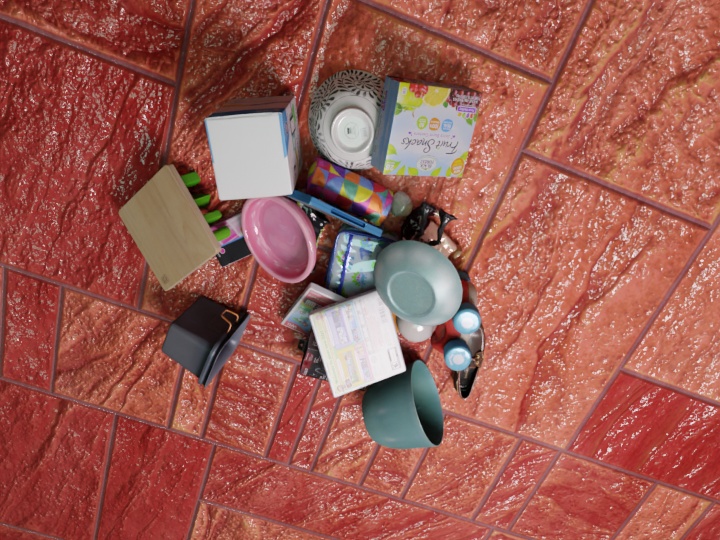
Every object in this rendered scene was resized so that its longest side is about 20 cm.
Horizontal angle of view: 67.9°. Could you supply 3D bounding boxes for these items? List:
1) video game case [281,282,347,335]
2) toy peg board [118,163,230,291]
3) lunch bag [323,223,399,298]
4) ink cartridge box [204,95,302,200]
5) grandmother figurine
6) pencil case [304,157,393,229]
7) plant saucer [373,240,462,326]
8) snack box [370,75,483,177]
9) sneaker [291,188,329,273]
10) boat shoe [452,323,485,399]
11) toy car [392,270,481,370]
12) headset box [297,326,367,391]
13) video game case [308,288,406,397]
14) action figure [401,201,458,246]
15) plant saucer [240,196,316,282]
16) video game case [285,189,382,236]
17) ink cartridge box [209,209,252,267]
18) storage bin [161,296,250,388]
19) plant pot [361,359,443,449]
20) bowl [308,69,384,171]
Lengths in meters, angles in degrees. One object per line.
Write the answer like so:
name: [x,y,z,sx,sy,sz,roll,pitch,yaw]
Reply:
video game case: [-0.091,0.107,1.245,0.140,0.018,0.200,25,143,-15]
toy peg board: [-0.392,-0.098,1.166,0.196,0.098,0.204,-29,93,31]
lunch bag: [0.000,0.000,1.218,0.155,0.083,0.206,14,114,-2]
ink cartridge box: [-0.198,-0.245,1.040,0.140,0.202,0.152,-4,116,2]
grandmother figurine: [0.135,-0.091,1.186,0.122,0.060,0.200,-46,105,-9]
pencil case: [-0.023,-0.161,1.129,0.195,0.089,0.090,24,114,-17]
plant saucer: [0.108,0.038,1.084,0.195,0.039,0.207,15,126,21]
snack box: [0.128,-0.277,1.047,0.194,0.068,0.174,-2,118,-27]
sneaker: [-0.106,-0.087,1.183,0.080,0.072,0.206,-6,116,2]
boat shoe: [0.271,0.221,1.319,0.068,0.071,0.207,3,114,1]
toy car: [0.153,0.098,1.201,0.192,0.186,0.183,9,116,-1]
headset box: [-0.058,0.207,1.286,0.193,0.079,0.150,16,143,-5]
video game case: [-0.005,0.159,1.183,0.176,0.022,0.206,-18,106,-7]
action figure: [0.122,-0.035,1.121,0.116,0.102,0.205,21,103,-13]
plant saucer: [-0.166,-0.075,1.127,0.196,0.051,0.206,20,129,27]
video game case: [-0.064,-0.121,1.080,0.197,0.141,0.018,21,93,-42]
ink cartridge box: [-0.251,-0.089,1.208,0.195,0.037,0.097,-23,112,10]
storage bin: [-0.358,0.145,1.240,0.131,0.201,0.148,28,114,-2]
plant pot: [0.096,0.343,1.317,0.157,0.202,0.204,-19,114,21]
bowl: [-0.015,-0.287,1.074,0.193,0.095,0.207,1,116,2]
